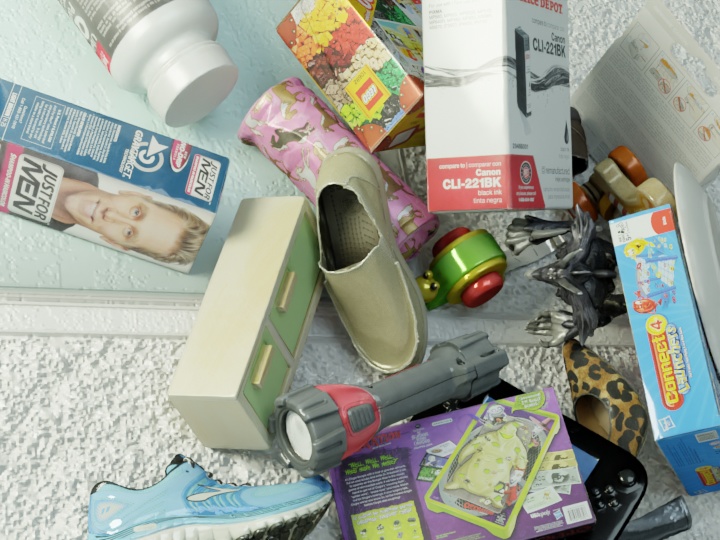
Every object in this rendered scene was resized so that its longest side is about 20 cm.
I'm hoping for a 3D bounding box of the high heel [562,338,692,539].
[{"bbox_3d":[0.184,0.158,1.159,0.141,0.072,0.202,-16,64,-20],"label":"high heel"}]

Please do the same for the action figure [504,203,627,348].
[{"bbox_3d":[0.183,0.009,1.183,0.200,0.101,0.121,8,75,-68],"label":"action figure"}]

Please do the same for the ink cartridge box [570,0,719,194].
[{"bbox_3d":[0.298,-0.156,1.312,0.050,0.200,0.162,-29,75,-34],"label":"ink cartridge box"}]

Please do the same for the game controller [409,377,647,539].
[{"bbox_3d":[0.135,0.158,1.111,0.198,0.042,0.104,29,55,23],"label":"game controller"}]

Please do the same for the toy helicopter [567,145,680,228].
[{"bbox_3d":[0.264,-0.048,1.250,0.078,0.200,0.133,-34,90,-2],"label":"toy helicopter"}]

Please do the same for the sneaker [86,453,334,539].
[{"bbox_3d":[-0.112,0.174,1.012,0.197,0.079,0.091,-5,59,-26],"label":"sneaker"}]

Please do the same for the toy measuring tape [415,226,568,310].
[{"bbox_3d":[0.128,-0.016,1.234,0.198,0.074,0.074,-22,71,-32],"label":"toy measuring tape"}]

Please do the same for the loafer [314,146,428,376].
[{"bbox_3d":[0.000,0.000,1.125,0.068,0.075,0.203,-37,111,-63],"label":"loafer"}]

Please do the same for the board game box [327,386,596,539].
[{"bbox_3d":[0.077,0.173,1.074,0.197,0.032,0.121,-13,65,-3],"label":"board game box"}]

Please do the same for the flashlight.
[{"bbox_3d":[0.023,0.101,1.070,0.198,0.068,0.068,-19,53,-37],"label":"flashlight"}]

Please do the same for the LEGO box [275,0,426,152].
[{"bbox_3d":[0.036,-0.196,1.251,0.150,0.077,0.199,52,28,12],"label":"LEGO box"}]

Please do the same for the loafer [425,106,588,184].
[{"bbox_3d":[0.152,-0.106,1.297,0.198,0.073,0.072,-20,70,-31],"label":"loafer"}]

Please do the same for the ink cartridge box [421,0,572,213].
[{"bbox_3d":[0.121,-0.153,1.169,0.144,0.083,0.203,-6,93,-59],"label":"ink cartridge box"}]

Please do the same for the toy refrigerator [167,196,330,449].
[{"bbox_3d":[-0.083,0.040,1.090,0.069,0.076,0.202,-1,50,24],"label":"toy refrigerator"}]

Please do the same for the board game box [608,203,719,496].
[{"bbox_3d":[0.279,0.075,1.168,0.055,0.200,0.198,-15,63,16],"label":"board game box"}]

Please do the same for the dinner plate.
[{"bbox_3d":[0.310,0.001,1.176,0.024,0.200,0.203,-12,56,19],"label":"dinner plate"}]

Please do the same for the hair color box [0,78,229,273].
[{"bbox_3d":[-0.217,-0.075,1.102,0.197,0.100,0.061,18,55,-12],"label":"hair color box"}]

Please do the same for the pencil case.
[{"bbox_3d":[-0.021,-0.084,1.201,0.200,0.087,0.083,45,33,8],"label":"pencil case"}]

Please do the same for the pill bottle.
[{"bbox_3d":[-0.196,-0.231,1.199,0.110,0.111,0.201,-28,74,-34],"label":"pill bottle"}]
